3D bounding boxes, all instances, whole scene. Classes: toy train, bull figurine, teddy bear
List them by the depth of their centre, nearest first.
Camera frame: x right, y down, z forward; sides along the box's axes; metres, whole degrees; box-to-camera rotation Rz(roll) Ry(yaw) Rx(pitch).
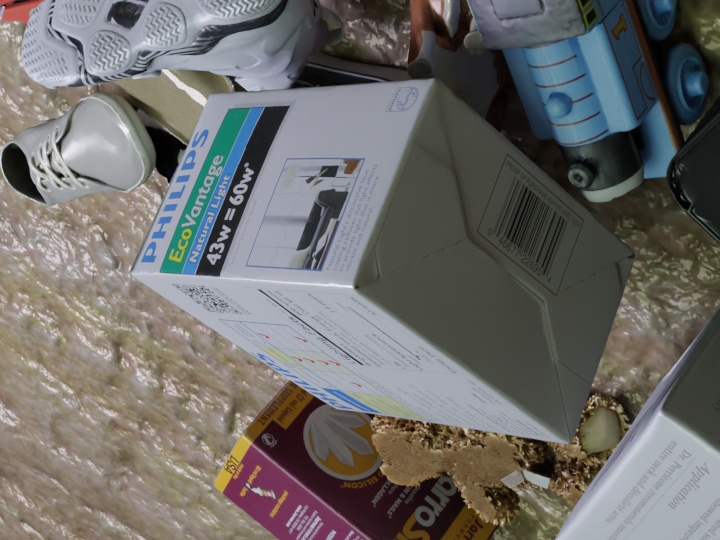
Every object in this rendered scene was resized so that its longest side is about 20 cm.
[{"bbox_3d":[0.125,-0.131,0.908,0.086,0.114,0.202,-1,123,40],"label":"toy train"},{"bbox_3d":[0.056,-0.137,0.972,0.064,0.122,0.201,-1,134,11],"label":"bull figurine"},{"bbox_3d":[0.107,0.120,1.188,0.198,0.067,0.146,-10,122,36],"label":"teddy bear"}]

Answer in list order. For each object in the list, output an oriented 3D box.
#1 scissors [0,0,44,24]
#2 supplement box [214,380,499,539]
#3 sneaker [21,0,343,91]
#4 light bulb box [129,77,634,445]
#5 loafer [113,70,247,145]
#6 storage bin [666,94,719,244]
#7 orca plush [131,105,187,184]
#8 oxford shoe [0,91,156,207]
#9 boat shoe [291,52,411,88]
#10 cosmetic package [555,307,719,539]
[{"bbox_3d":[-0.278,-0.196,1.261,0.199,0.014,0.074,-16,115,44],"label":"scissors"},{"bbox_3d":[0.001,0.176,1.276,0.199,0.110,0.086,38,139,6],"label":"supplement box"},{"bbox_3d":[-0.109,-0.144,1.026,0.198,0.076,0.115,-14,157,26],"label":"sneaker"},{"bbox_3d":[0.013,-0.004,0.943,0.199,0.126,0.198,4,155,47],"label":"light bulb box"},{"bbox_3d":[-0.138,-0.141,1.105,0.200,0.067,0.076,46,125,27],"label":"loafer"},{"bbox_3d":[0.282,-0.040,0.875,0.200,0.094,0.135,43,140,1],"label":"storage bin"},{"bbox_3d":[-0.115,-0.060,1.172,0.199,0.071,0.105,29,167,15],"label":"orca plush"},{"bbox_3d":[-0.206,-0.082,1.181,0.199,0.057,0.076,-4,114,57],"label":"oxford shoe"},{"bbox_3d":[-0.039,-0.103,1.103,0.198,0.066,0.071,15,132,30],"label":"boat shoe"},{"bbox_3d":[0.259,0.136,0.988,0.199,0.166,0.168,37,140,8],"label":"cosmetic package"}]
